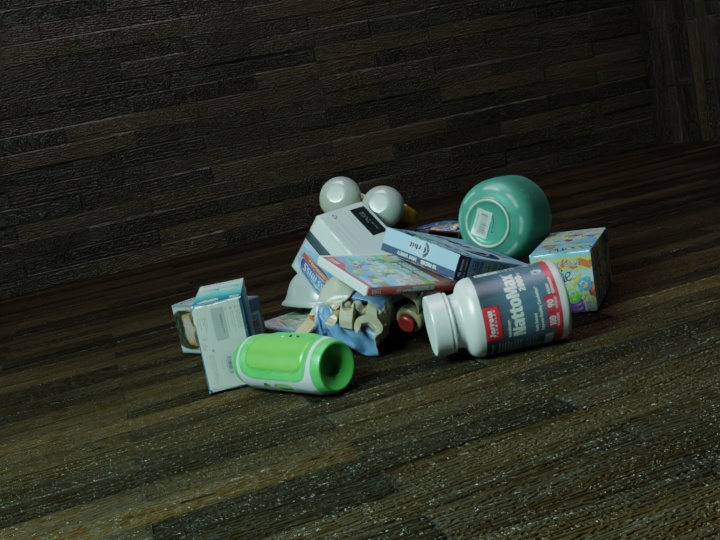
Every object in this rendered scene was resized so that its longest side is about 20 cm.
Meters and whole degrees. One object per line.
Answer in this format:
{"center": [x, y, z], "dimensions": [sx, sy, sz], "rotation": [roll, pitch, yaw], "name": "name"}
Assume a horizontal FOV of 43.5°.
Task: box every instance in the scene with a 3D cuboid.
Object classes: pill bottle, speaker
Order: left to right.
{"center": [-0.103, 0.139, 1.353], "dimensions": [0.199, 0.089, 0.088], "rotation": [-2, 13, 45], "name": "speaker"}
{"center": [0.198, 0.062, 1.332], "dimensions": [0.199, 0.120, 0.120], "rotation": [-13, 9, -3], "name": "pill bottle"}

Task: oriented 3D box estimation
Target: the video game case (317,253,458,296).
{"center": [0.049, 0.004, 1.471], "dimensions": [0.199, 0.018, 0.143], "rotation": [-3, 22, -36], "name": "video game case"}

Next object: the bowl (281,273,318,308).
{"center": [-0.054, 0.029, 1.768], "dimensions": [0.200, 0.091, 0.201], "rotation": [2, 0, 0], "name": "bowl"}

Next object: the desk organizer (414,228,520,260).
{"center": [0.207, -0.039, 1.752], "dimensions": [0.199, 0.072, 0.077], "rotation": [3, 0, -15], "name": "desk organizer"}

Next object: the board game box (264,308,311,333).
{"center": [-0.098, 0.107, 1.691], "dimensions": [0.134, 0.034, 0.200], "rotation": [-18, 11, -33], "name": "board game box"}

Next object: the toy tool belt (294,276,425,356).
{"center": [-0.002, 0.092, 1.469], "dimensions": [0.199, 0.125, 0.123], "rotation": [9, 39, 29], "name": "toy tool belt"}

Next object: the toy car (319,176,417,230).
{"center": [0.006, -0.087, 1.766], "dimensions": [0.199, 0.151, 0.175], "rotation": [14, -7, 17], "name": "toy car"}

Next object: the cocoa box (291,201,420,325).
{"center": [0.000, 0.000, 1.616], "dimensions": [0.133, 0.200, 0.132], "rotation": [-20, -30, -46], "name": "cocoa box"}

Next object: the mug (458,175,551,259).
{"center": [0.260, -0.077, 1.629], "dimensions": [0.152, 0.186, 0.114], "rotation": [-31, -9, 35], "name": "mug"}

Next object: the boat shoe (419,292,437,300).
{"center": [0.170, 0.030, 1.707], "dimensions": [0.071, 0.071, 0.200], "rotation": [-11, 4, 42], "name": "boat shoe"}

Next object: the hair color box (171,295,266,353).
{"center": [-0.268, 0.104, 1.715], "dimensions": [0.199, 0.100, 0.060], "rotation": [-3, 13, 44], "name": "hair color box"}

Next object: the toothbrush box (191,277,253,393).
{"center": [-0.223, 0.104, 1.518], "dimensions": [0.085, 0.147, 0.200], "rotation": [-12, 8, -5], "name": "toothbrush box"}

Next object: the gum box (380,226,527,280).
{"center": [0.162, -0.021, 1.505], "dimensions": [0.199, 0.045, 0.169], "rotation": [6, 13, -44], "name": "gum box"}

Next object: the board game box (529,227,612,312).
{"center": [0.366, -0.001, 1.554], "dimensions": [0.104, 0.104, 0.200], "rotation": [-6, 10, 24], "name": "board game box"}

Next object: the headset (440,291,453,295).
{"center": [0.187, 0.047, 1.515], "dimensions": [0.123, 0.095, 0.200], "rotation": [-7, -6, 25], "name": "headset"}

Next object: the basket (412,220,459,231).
{"center": [0.165, -0.035, 1.889], "dimensions": [0.175, 0.140, 0.200], "rotation": [-13, 16, -13], "name": "basket"}
